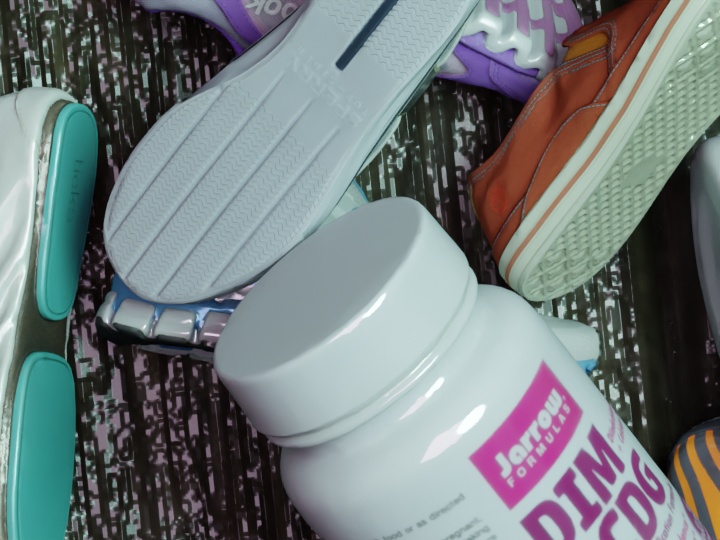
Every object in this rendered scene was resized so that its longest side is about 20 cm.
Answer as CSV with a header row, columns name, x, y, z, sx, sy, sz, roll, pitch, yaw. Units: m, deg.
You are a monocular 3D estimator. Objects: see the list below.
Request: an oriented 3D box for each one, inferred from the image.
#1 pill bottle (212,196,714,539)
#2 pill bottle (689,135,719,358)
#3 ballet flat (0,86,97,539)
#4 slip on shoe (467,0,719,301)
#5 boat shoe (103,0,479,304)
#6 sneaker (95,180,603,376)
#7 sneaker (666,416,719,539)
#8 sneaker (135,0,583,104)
name,x,y,z,sx,sy,sz,roll,pitch,yaw
pill bottle,0.042,0.078,1.063,0.113,0.113,0.200,-40,111,-3
pill bottle,0.236,-0.015,1.134,0.199,0.111,0.112,-11,88,-2
ballet flat,-0.144,0.027,1.153,0.069,0.069,0.201,4,83,-1
slip on shoe,0.105,-0.078,1.102,0.061,0.074,0.200,52,121,27
boat shoe,-0.014,-0.061,1.093,0.200,0.071,0.072,-43,83,24
sneaker,0.000,0.000,1.150,0.199,0.075,0.087,10,82,-1
sneaker,0.170,0.155,1.117,0.077,0.112,0.201,-34,88,34
sneaker,-0.007,-0.108,1.154,0.199,0.081,0.089,23,123,-17
